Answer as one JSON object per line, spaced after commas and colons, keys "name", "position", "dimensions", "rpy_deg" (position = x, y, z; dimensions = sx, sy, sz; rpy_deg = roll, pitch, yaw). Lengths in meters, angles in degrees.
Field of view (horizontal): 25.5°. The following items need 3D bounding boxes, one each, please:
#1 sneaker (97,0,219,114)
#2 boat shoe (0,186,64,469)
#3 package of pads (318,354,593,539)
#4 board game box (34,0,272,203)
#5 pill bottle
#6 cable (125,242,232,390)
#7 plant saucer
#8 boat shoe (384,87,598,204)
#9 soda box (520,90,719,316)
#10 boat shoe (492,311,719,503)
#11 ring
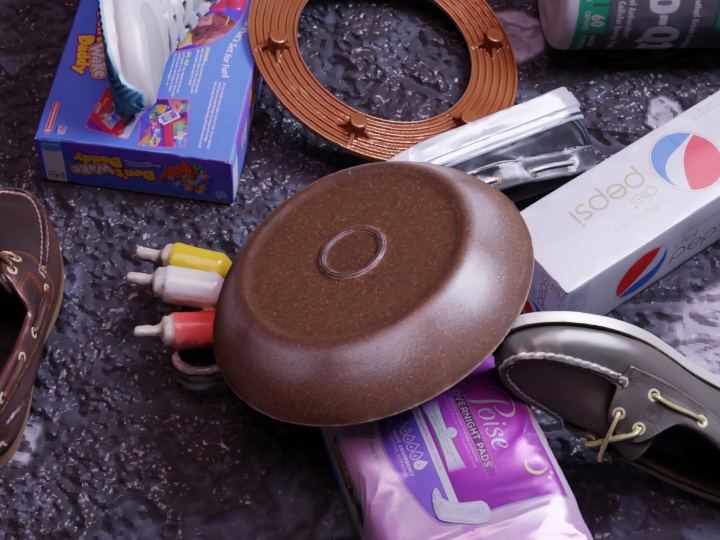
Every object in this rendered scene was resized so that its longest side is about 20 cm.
{"name": "sneaker", "position": [-0.134, -0.191, 1.070], "dimensions": [0.080, 0.077, 0.201], "rpy_deg": [3, 57, -3]}
{"name": "boat shoe", "position": [-0.223, 0.024, 0.975], "dimensions": [0.070, 0.071, 0.201], "rpy_deg": [-1, 54, -2]}
{"name": "package of pads", "position": [0.045, 0.105, 0.924], "dimensions": [0.120, 0.076, 0.201], "rpy_deg": [-16, 57, -12]}
{"name": "board game box", "position": [-0.136, -0.146, 1.111], "dimensions": [0.133, 0.045, 0.201], "rpy_deg": [8, 55, 3]}
{"name": "pill bottle", "position": [0.232, -0.215, 1.135], "dimensions": [0.198, 0.113, 0.114], "rpy_deg": [-2, 55, -3]}
{"name": "cable", "position": [-0.046, 0.024, 0.991], "dimensions": [0.198, 0.051, 0.098], "rpy_deg": [-3, 52, -3]}
{"name": "plant saucer", "position": [0.000, 0.000, 0.921], "dimensions": [0.199, 0.037, 0.201], "rpy_deg": [-14, 43, 14]}
{"name": "boat shoe", "position": [0.067, -0.051, 1.037], "dimensions": [0.199, 0.072, 0.071], "rpy_deg": [-26, 80, -8]}
{"name": "soda box", "position": [0.183, -0.037, 1.038], "dimensions": [0.199, 0.064, 0.068], "rpy_deg": [-31, 61, -22]}
{"name": "boat shoe", "position": [0.161, 0.082, 0.913], "dimensions": [0.200, 0.072, 0.061], "rpy_deg": [22, 51, -22]}
{"name": "ring", "position": [0.019, -0.160, 1.116], "dimensions": [0.199, 0.019, 0.202], "rpy_deg": [8, 57, -13]}
